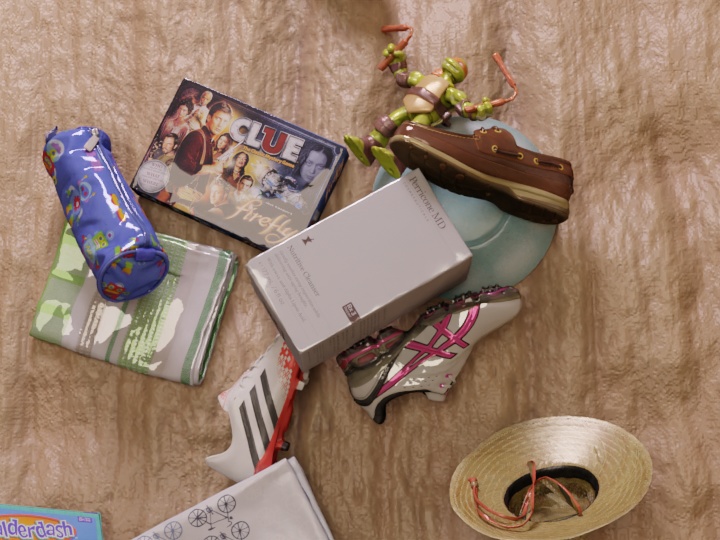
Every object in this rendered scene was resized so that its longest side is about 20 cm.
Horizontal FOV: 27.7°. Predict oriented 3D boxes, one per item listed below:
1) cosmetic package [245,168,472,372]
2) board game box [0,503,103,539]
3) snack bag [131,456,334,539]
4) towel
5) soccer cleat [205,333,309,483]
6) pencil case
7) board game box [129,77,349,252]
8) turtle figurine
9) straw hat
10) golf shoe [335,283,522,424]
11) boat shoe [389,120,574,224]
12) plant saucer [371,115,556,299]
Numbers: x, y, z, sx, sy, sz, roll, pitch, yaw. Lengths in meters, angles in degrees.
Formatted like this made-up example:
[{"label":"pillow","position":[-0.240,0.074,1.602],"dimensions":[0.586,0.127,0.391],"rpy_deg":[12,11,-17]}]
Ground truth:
[{"label":"cosmetic package","position":[0.000,0.000,1.446],"dimensions":[0.199,0.081,0.113],"rpy_deg":[-31,75,-8]},{"label":"board game box","position":[-0.314,0.317,1.400],"dimensions":[0.151,0.045,0.201],"rpy_deg":[11,39,-28]},{"label":"snack bag","position":[-0.105,0.314,1.450],"dimensions":[0.187,0.021,0.201],"rpy_deg":[-26,89,1]},{"label":"towel","position":[-0.242,0.027,1.551],"dimensions":[0.198,0.031,0.151],"rpy_deg":[15,79,11]},{"label":"soccer cleat","position":[-0.099,0.120,1.492],"dimensions":[0.084,0.069,0.202],"rpy_deg":[16,84,3]},{"label":"pencil case","position":[-0.267,-0.065,1.524],"dimensions":[0.078,0.087,0.201],"rpy_deg":[-4,52,-37]},{"label":"board game box","position":[-0.129,-0.107,1.563],"dimensions":[0.199,0.035,0.136],"rpy_deg":[23,81,12]},{"label":"turtle figurine","position":[0.058,-0.175,1.530],"dimensions":[0.199,0.065,0.161],"rpy_deg":[34,73,34]},{"label":"straw hat","position":[0.186,0.232,1.416],"dimensions":[0.199,0.202,0.086],"rpy_deg":[-8,118,6]},{"label":"golf shoe","position":[0.080,0.082,1.480],"dimensions":[0.199,0.073,0.093],"rpy_deg":[-26,89,9]},{"label":"boat shoe","position":[0.124,-0.110,1.461],"dimensions":[0.199,0.072,0.068],"rpy_deg":[20,76,-15]},{"label":"plant saucer","position":[0.107,-0.071,1.522],"dimensions":[0.199,0.039,0.203],"rpy_deg":[-2,78,7]}]
